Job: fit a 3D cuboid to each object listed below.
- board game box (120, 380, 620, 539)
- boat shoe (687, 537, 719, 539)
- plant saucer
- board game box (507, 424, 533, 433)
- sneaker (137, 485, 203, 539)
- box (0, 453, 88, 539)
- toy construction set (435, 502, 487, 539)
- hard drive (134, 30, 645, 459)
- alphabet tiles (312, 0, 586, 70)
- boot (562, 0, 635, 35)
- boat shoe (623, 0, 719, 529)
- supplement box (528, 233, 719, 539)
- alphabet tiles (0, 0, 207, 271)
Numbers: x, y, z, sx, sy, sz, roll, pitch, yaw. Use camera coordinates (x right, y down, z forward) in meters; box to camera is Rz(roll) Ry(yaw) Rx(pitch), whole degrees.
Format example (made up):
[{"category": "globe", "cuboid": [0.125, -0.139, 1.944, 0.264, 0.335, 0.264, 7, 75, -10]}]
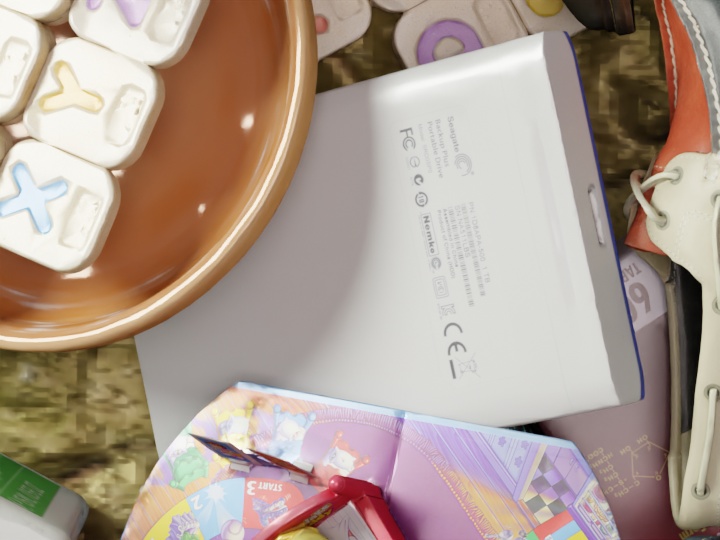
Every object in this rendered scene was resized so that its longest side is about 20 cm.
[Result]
[{"category": "board game box", "cuboid": [-0.008, 0.123, 0.960, 0.200, 0.039, 0.158, 9, 83, 25]}, {"category": "boat shoe", "cuboid": [0.189, 0.147, 0.955, 0.200, 0.075, 0.062, 37, 133, -12]}, {"category": "plant saucer", "cuboid": [-0.104, -0.067, 1.024, 0.200, 0.037, 0.200, -5, 77, 23]}, {"category": "board game box", "cuboid": [0.113, 0.089, 1.077, 0.200, 0.028, 0.135, -17, 92, -2]}, {"category": "sneaker", "cuboid": [-0.086, 0.159, 1.049, 0.200, 0.081, 0.147, -15, 83, 1]}, {"category": "box", "cuboid": [-0.213, 0.135, 0.974, 0.171, 0.199, 0.200, 27, 88, -3]}, {"category": "toy construction set", "cuboid": [0.095, 0.179, 0.992, 0.092, 0.131, 0.200, -34, 61, -32]}, {"category": "hard drive", "cuboid": [0.000, 0.000, 1.011, 0.200, 0.025, 0.132, -13, 88, 34]}, {"category": "alphabet tiles", "cuboid": [0.023, -0.172, 1.075, 0.196, 0.015, 0.200, -28, 93, -2]}, {"category": "boot", "cuboid": [0.035, -0.170, 1.040, 0.097, 0.075, 0.200, -20, 83, 5]}, {"category": "boat shoe", "cuboid": [0.124, -0.008, 0.970, 0.063, 0.071, 0.200, -11, 95, -2]}, {"category": "supplement box", "cuboid": [0.141, 0.080, 1.034, 0.109, 0.061, 0.200, -34, 94, -2]}, {"category": "alphabet tiles", "cuboid": [-0.157, -0.086, 1.014, 0.196, 0.015, 0.200, 24, 90, 26]}]
